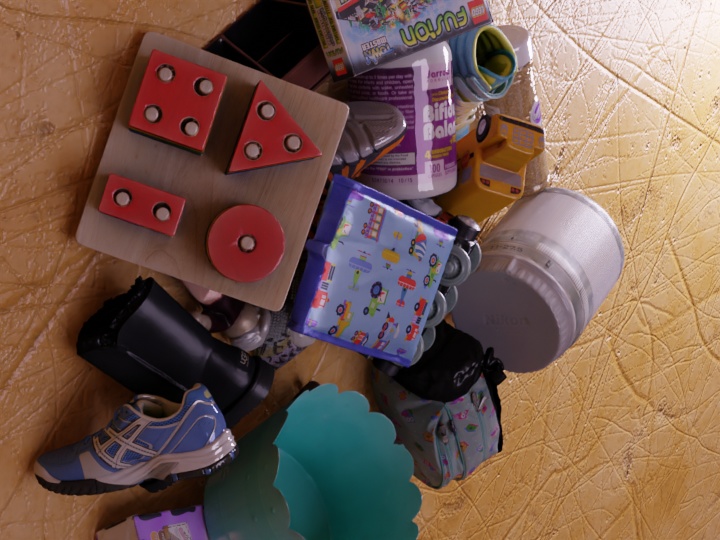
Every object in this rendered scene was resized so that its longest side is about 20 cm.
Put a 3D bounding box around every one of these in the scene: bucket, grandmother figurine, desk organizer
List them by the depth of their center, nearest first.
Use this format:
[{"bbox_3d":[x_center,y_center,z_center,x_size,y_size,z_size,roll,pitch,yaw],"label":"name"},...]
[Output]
[{"bbox_3d":[-0.080,-0.209,1.308,0.200,0.071,0.077,-46,132,-25],"label":"desk organizer"},{"bbox_3d":[-0.145,0.010,1.337,0.122,0.060,0.200,-61,143,-26],"label":"grandmother figurine"},{"bbox_3d":[-0.050,0.234,1.383,0.206,0.134,0.209,26,49,-34],"label":"bucket"}]

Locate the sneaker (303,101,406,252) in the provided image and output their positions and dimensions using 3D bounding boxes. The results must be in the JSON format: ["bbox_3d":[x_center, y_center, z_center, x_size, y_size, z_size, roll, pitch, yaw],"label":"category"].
[{"bbox_3d":[-0.039,-0.091,1.374,0.199,0.078,0.112,-23,139,0],"label":"sneaker"}]

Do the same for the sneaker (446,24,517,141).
[{"bbox_3d":[0.115,-0.187,1.487,0.079,0.130,0.201,-38,131,-32],"label":"sneaker"}]

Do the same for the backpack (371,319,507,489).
[{"bbox_3d":[0.091,0.155,1.600,0.126,0.167,0.201,-29,131,-16],"label":"backpack"}]

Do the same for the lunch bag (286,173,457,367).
[{"bbox_3d":[0.000,0.000,1.327,0.200,0.094,0.152,23,86,-64],"label":"lunch bag"}]

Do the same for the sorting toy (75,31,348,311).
[{"bbox_3d":[-0.129,-0.088,1.210,0.197,0.070,0.202,19,88,-9],"label":"sorting toy"}]

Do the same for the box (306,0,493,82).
[{"bbox_3d":[0.038,-0.264,1.317,0.199,0.035,0.111,-28,103,-37],"label":"box"}]

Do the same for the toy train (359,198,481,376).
[{"bbox_3d":[0.049,0.015,1.476,0.201,0.114,0.085,-61,172,19],"label":"toy train"}]

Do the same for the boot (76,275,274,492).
[{"bbox_3d":[-0.203,0.107,1.292,0.168,0.077,0.200,36,120,-22],"label":"boot"}]

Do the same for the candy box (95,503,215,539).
[{"bbox_3d":[-0.153,0.325,1.382,0.199,0.071,0.169,0,68,-48],"label":"candy box"}]

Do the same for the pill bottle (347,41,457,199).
[{"bbox_3d":[0.042,-0.182,1.415,0.112,0.112,0.202,-18,111,-43],"label":"pill bottle"}]

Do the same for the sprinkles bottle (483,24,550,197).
[{"bbox_3d":[0.180,-0.186,1.608,0.068,0.068,0.201,-38,131,-31],"label":"sprinkles bottle"}]

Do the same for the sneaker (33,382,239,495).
[{"bbox_3d":[-0.210,0.155,1.246,0.076,0.198,0.078,-47,123,-74],"label":"sneaker"}]

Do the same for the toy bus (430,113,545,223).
[{"bbox_3d":[0.124,-0.101,1.481,0.065,0.200,0.079,16,69,-21],"label":"toy bus"}]

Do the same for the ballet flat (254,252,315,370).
[{"bbox_3d":[-0.044,0.022,1.443,0.072,0.072,0.201,35,79,-49],"label":"ballet flat"}]

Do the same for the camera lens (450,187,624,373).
[{"bbox_3d":[0.214,0.008,1.631,0.200,0.159,0.161,-47,136,-43],"label":"camera lens"}]

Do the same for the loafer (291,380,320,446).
[{"bbox_3d":[-0.011,0.184,1.542,0.200,0.073,0.071,41,75,-49],"label":"loafer"}]
